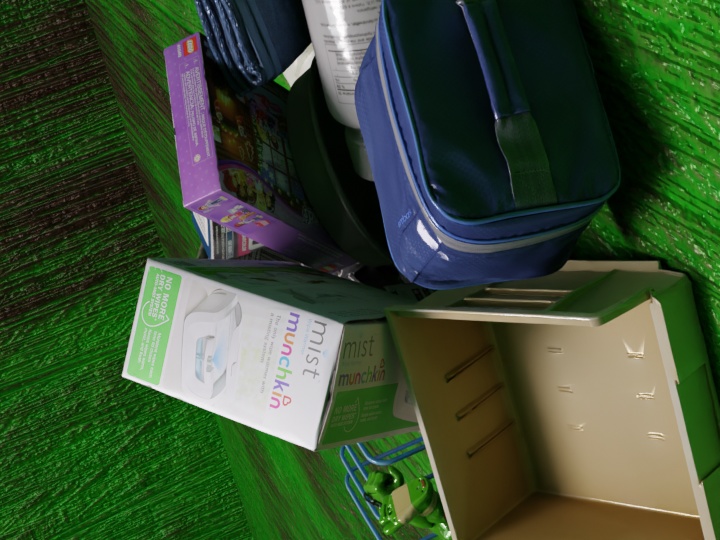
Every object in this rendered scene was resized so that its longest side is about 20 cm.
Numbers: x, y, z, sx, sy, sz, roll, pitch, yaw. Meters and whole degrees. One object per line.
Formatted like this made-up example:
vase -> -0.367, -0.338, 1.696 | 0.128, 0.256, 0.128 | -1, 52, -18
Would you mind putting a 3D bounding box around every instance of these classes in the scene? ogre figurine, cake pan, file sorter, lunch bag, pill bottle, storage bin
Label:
ogre figurine -> 0.104, 0.237, 1.332 | 0.120, 0.199, 0.099 | 35, -129, -36
cake pan -> 0.000, -0.091, 1.197 | 0.200, 0.036, 0.202 | 44, -145, -42
file sorter -> 0.046, 0.170, 1.463 | 0.139, 0.122, 0.201 | -126, 20, -45
lunch bag -> 0.079, -0.103, 0.901 | 0.132, 0.134, 0.202 | 116, 142, -66
pill bottle -> 0.018, -0.178, 1.084 | 0.113, 0.112, 0.202 | -137, 30, -59
storage bin -> 0.140, 0.102, 0.958 | 0.197, 0.093, 0.202 | 1, 114, 48

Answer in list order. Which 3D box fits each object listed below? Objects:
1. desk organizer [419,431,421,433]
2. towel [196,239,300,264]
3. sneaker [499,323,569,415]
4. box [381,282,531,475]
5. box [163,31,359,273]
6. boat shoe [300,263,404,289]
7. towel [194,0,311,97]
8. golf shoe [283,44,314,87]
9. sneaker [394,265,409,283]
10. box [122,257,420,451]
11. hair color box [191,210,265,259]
desk organizer -> 0.126, 0.149, 1.223 | 0.200, 0.077, 0.072 | 39, -175, 34
towel -> -0.068, -0.013, 1.409 | 0.034, 0.192, 0.202 | -33, 36, 43
sneaker -> 0.142, 0.041, 1.045 | 0.084, 0.075, 0.202 | 29, 144, 59
box -> 0.102, 0.089, 1.158 | 0.201, 0.109, 0.035 | 59, 143, 34
box -> -0.075, -0.089, 1.136 | 0.199, 0.039, 0.138 | 26, -132, -55
boat shoe -> 0.000, 0.000, 1.301 | 0.200, 0.069, 0.067 | -150, 68, -65
towel -> -0.057, -0.236, 1.108 | 0.048, 0.200, 0.112 | 7, 133, 35
golf shoe -> -0.031, -0.147, 1.400 | 0.092, 0.075, 0.201 | 52, 159, 40
sneaker -> 0.044, 0.005, 1.336 | 0.200, 0.077, 0.100 | -145, 41, -63
box -> -0.043, 0.055, 1.061 | 0.175, 0.199, 0.098 | 17, 97, 27
hair color box -> -0.058, -0.083, 1.323 | 0.100, 0.198, 0.061 | 98, 148, -62
